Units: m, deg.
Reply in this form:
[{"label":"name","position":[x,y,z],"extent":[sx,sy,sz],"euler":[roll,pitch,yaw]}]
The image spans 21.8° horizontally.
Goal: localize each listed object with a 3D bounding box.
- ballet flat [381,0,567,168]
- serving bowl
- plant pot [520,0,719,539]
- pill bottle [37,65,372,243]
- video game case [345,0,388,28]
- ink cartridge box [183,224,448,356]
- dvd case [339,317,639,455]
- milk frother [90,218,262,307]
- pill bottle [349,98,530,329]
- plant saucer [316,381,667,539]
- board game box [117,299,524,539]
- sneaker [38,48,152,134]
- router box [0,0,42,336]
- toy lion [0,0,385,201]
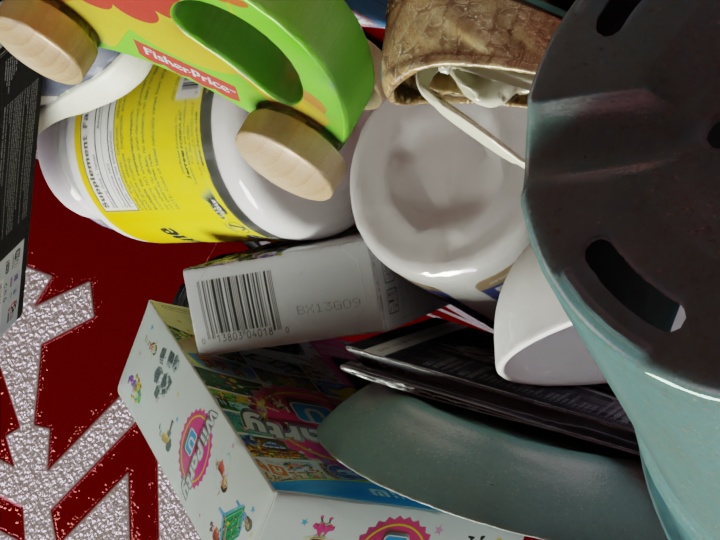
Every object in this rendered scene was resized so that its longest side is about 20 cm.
[{"label":"ballet flat","position":[0.095,-0.062,0.723],"extent":[0.199,0.066,0.070],"euler":[20,175,26]},{"label":"serving bowl","position":[0.150,-0.006,0.815],"extent":[0.198,0.066,0.200],"euler":[-10,166,-2]},{"label":"plant pot","position":[0.144,0.001,0.521],"extent":[0.199,0.201,0.196],"euler":[19,167,32]},{"label":"pill bottle","position":[-0.084,-0.071,0.990],"extent":[0.112,0.113,0.199],"euler":[25,164,-38]},{"label":"video game case","position":[-0.089,-0.152,0.862],"extent":[0.142,0.018,0.199],"euler":[24,175,-34]},{"label":"ink cartridge box","position":[0.000,0.000,1.011],"extent":[0.108,0.051,0.200],"euler":[-8,-174,25]},{"label":"dvd case","position":[0.105,0.061,0.911],"extent":[0.198,0.016,0.149],"euler":[16,-171,17]},{"label":"milk frother","position":[-0.132,-0.034,1.333],"extent":[0.179,0.202,0.188],"euler":[19,177,-16]},{"label":"pill bottle","position":[0.087,-0.023,0.940],"extent":[0.110,0.112,0.200],"euler":[19,175,33]},{"label":"plant saucer","position":[0.079,0.084,0.900],"extent":[0.198,0.036,0.200],"euler":[13,-172,-2]},{"label":"board game box","position":[-0.025,0.097,0.967],"extent":[0.147,0.065,0.200],"euler":[12,-160,-30]},{"label":"sneaker","position":[-0.191,-0.107,0.968],"extent":[0.199,0.075,0.084],"euler":[-29,125,33]},{"label":"router box","position":[-0.244,-0.066,0.947],"extent":[0.156,0.052,0.201],"euler":[25,132,12]},{"label":"toy lion","position":[-0.089,-0.125,0.735],"extent":[0.199,0.069,0.192],"euler":[26,164,13]}]
